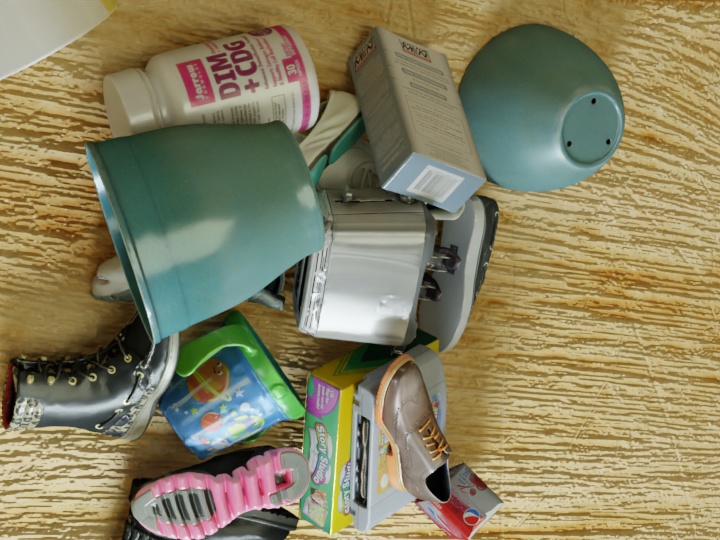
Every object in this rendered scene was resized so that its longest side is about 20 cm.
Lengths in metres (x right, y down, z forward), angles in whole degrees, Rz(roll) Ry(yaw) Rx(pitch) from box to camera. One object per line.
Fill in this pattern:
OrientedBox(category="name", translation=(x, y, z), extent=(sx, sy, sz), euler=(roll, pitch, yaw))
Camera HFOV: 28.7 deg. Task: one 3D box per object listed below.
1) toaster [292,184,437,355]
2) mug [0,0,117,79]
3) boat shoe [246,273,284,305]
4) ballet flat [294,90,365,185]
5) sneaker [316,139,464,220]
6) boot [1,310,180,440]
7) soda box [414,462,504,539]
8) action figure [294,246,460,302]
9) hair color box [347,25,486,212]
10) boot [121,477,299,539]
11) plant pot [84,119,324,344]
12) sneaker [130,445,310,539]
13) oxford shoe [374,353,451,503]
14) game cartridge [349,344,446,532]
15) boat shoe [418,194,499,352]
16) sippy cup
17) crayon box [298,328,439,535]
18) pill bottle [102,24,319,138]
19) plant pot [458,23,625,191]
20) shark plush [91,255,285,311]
OrientedBox(category="toaster", translation=(0.000, 0.000, 1.520), extent=(0.129, 0.114, 0.200), euler=(4, 121, -11))
OrientedBox(category="mug", translation=(-0.327, -0.283, 1.317), extent=(0.149, 0.187, 0.153), euler=(-24, 112, 16))
OrientedBox(category="boat shoe", translation=(-0.098, -0.059, 1.542), extent=(0.073, 0.062, 0.200), euler=(4, 103, -27))
OrientedBox(category="ballet flat", translation=(-0.057, -0.127, 1.508), extent=(0.200, 0.069, 0.069), euler=(-53, 128, -39))
OrientedBox(category="sneaker", translation=(0.031, -0.099, 1.591), extent=(0.200, 0.081, 0.075), euler=(11, 103, -30))
OrientedBox(category="boot", translation=(-0.279, 0.099, 1.462), extent=(0.154, 0.073, 0.204), euler=(4, 130, -27))
OrientedBox(category="soda box", translation=(0.116, 0.280, 1.697), extent=(0.070, 0.200, 0.063), euler=(44, 81, 6))
OrientedBox(category="action figure", translation=(0.008, -0.010, 1.615), extent=(0.200, 0.069, 0.130), euler=(7, 116, -26))
OrientedBox(category="hair color box", translation=(0.058, -0.164, 1.514), extent=(0.099, 0.200, 0.061), euler=(17, 132, -32))
OrientedBox(category="boot", translation=(-0.185, 0.328, 1.609), extent=(0.211, 0.079, 0.158), euler=(12, 95, -18))
OrientedBox(category="plant pot", translation=(-0.141, -0.054, 1.343), extent=(0.188, 0.200, 0.200), euler=(-19, 115, -11))
OrientedBox(category="sneaker", translation=(-0.160, 0.235, 1.547), extent=(0.200, 0.095, 0.079), euler=(-10, 106, -24))
OrientedBox(category="oxford shoe", translation=(0.067, 0.173, 1.533), extent=(0.071, 0.073, 0.200), euler=(-41, 138, -29))
OrientedBox(category="game cartridge", translation=(0.044, 0.189, 1.606), extent=(0.133, 0.042, 0.200), euler=(-24, 128, -37))
OrientedBox(category="boat shoe", translation=(0.123, 0.004, 1.684), extent=(0.057, 0.069, 0.200), euler=(-5, 114, -44))
OrientedBox(category="sippy cup", translation=(-0.150, 0.135, 1.546), extent=(0.130, 0.140, 0.178), euler=(-35, 111, -2))
OrientedBox(category="crayon box", translation=(0.009, 0.183, 1.639), extent=(0.173, 0.058, 0.200), euler=(-23, 127, -43))
OrientedBox(category="pill bottle", translation=(-0.153, -0.176, 1.439), extent=(0.200, 0.113, 0.113), euler=(-18, 114, -20))
OrientedBox(category="plant pot", translation=(0.230, -0.177, 1.642), extent=(0.200, 0.135, 0.200), euler=(-10, 112, -26))
OrientedBox(category="shark plush", translation=(-0.183, 0.010, 1.508), extent=(0.200, 0.091, 0.083), euler=(5, 120, -25))
